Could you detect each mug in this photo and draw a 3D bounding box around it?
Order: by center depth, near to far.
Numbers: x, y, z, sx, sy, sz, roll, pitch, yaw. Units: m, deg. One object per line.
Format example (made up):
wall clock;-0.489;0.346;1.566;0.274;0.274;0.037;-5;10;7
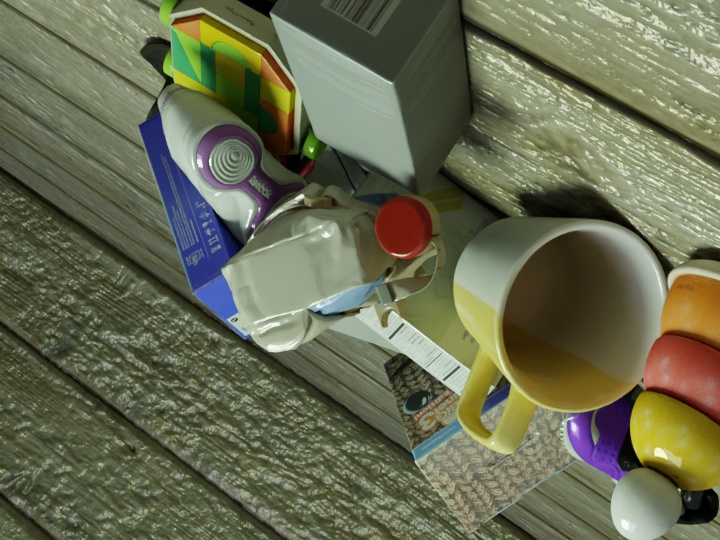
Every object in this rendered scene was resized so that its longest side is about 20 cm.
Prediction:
mug;0.133;0.032;1.107;0.150;0.186;0.153;58;171;-20

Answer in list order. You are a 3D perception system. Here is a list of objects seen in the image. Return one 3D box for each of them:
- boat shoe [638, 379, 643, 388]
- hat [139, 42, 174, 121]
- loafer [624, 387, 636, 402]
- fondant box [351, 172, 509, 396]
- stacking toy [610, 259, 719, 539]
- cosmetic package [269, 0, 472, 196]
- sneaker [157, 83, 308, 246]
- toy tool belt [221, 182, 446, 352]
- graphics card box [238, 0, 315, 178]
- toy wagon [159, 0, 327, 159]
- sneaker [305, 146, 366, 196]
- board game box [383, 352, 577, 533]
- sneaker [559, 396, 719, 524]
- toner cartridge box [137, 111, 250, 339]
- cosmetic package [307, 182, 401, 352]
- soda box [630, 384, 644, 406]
boat shoe;0.289;0.098;1.131;0.200;0.075;0.062;39;-164;35
hat;-0.183;-0.160;1.520;0.200;0.081;0.201;36;170;7
loafer;0.227;0.076;1.278;0.071;0.073;0.200;41;169;40
fondant box;0.066;0.000;1.223;0.199;0.145;0.058;37;152;-2
stacking toy;0.241;0.107;0.982;0.146;0.201;0.146;35;169;8
cosmetic package;0.014;-0.143;0.972;0.106;0.091;0.200;31;170;15
sneaker;-0.104;-0.086;1.133;0.100;0.075;0.200;44;171;33
toy tool belt;-0.003;-0.013;1.086;0.123;0.199;0.126;-14;-99;-59
graphics card box;-0.100;-0.165;1.210;0.125;0.051;0.201;34;153;15
toy wagon;-0.095;-0.146;1.126;0.154;0.040;0.201;31;153;11
sneaker;-0.050;-0.108;1.344;0.073;0.071;0.200;28;164;39
board game box;0.124;0.125;1.313;0.097;0.159;0.200;53;-174;-22
sneaker;0.256;0.164;1.193;0.099;0.070;0.200;13;158;47
toner cartridge box;-0.134;-0.045;1.205;0.095;0.043;0.201;51;-167;-53
cosmetic package;0.000;0.000;1.305;0.198;0.108;0.090;16;152;2
soda box;0.298;0.137;1.281;0.063;0.069;0.200;32;169;21
